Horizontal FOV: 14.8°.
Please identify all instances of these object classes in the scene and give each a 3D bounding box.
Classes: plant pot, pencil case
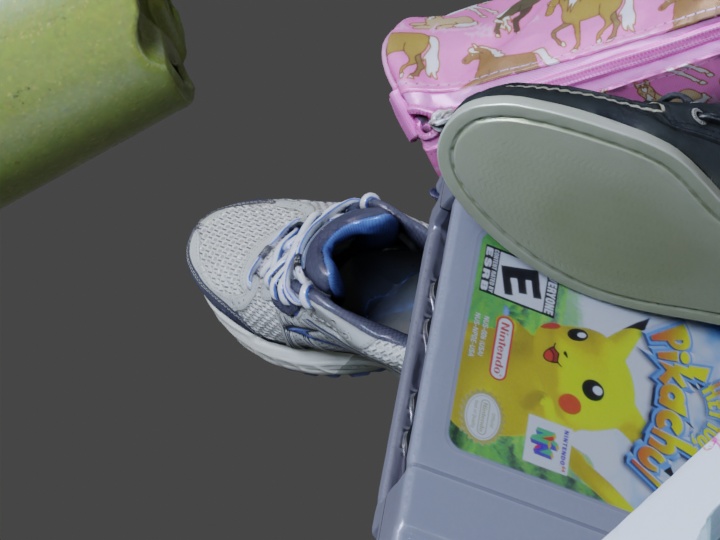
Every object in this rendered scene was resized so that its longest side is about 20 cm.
[{"bbox_3d":[-0.179,-0.103,1.221,0.183,0.201,0.201,-21,50,5],"label":"plant pot"},{"bbox_3d":[0.110,-0.087,1.079,0.199,0.083,0.087,-16,51,22],"label":"pencil case"}]

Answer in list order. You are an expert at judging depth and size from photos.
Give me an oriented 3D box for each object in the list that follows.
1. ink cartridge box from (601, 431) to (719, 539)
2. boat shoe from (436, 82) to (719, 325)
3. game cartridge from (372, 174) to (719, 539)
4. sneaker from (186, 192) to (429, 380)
[{"bbox_3d":[0.167,0.128,0.852,0.200,0.145,0.145,-43,46,-1],"label":"ink cartridge box"},{"bbox_3d":[0.122,-0.028,0.982,0.198,0.075,0.066,17,43,-6],"label":"boat shoe"},{"bbox_3d":[0.079,0.048,0.978,0.040,0.133,0.201,-50,23,49],"label":"game cartridge"},{"bbox_3d":[0.000,0.000,1.088,0.199,0.085,0.077,18,70,40],"label":"sneaker"}]
